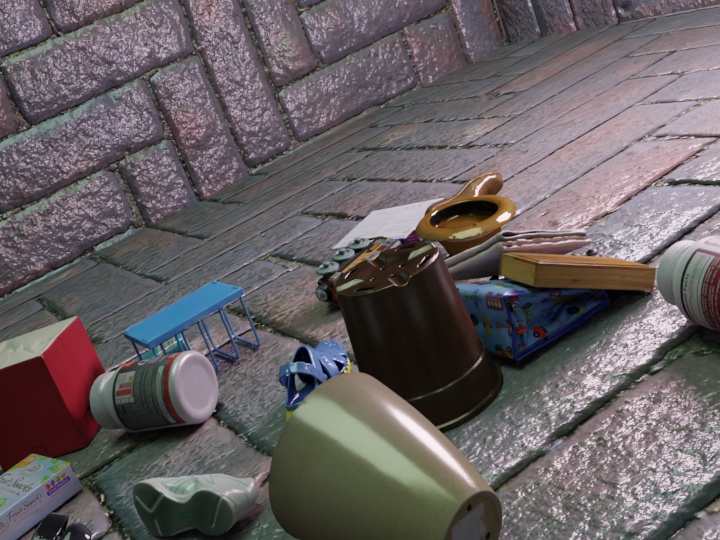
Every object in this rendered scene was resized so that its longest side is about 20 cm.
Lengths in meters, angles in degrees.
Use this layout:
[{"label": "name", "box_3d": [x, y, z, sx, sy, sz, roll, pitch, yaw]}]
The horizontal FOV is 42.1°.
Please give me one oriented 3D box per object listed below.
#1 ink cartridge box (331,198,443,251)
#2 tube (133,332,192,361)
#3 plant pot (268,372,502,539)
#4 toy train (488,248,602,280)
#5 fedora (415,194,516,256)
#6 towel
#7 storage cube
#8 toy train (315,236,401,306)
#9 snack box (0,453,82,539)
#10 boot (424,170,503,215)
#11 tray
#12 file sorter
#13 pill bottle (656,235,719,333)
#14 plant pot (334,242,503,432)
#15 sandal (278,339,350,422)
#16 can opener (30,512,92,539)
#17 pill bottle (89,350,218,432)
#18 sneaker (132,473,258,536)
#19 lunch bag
[{"label": "ink cartridge box", "box_3d": [0.064, -0.084, 2.003, 0.193, 0.044, 0.200, -8, 25, 36]}, {"label": "tube", "box_3d": [-0.418, 0.188, 1.791, 0.197, 0.051, 0.077, -28, 13, -2]}, {"label": "plant pot", "box_3d": [0.038, 0.226, 0.940, 0.186, 0.191, 0.198, -33, 34, -32]}, {"label": "toy train", "box_3d": [0.285, 0.011, 1.473, 0.196, 0.035, 0.046, -17, 28, 19]}, {"label": "fedora", "box_3d": [0.200, -0.070, 1.730, 0.196, 0.083, 0.201, -16, 22, 6]}, {"label": "towel", "box_3d": [0.226, -0.023, 1.446, 0.197, 0.033, 0.190, -4, -14, -35]}, {"label": "storage cube", "box_3d": [-0.566, 0.217, 1.656, 0.196, 0.183, 0.171, -17, 18, 13]}, {"label": "toy train", "box_3d": [0.000, 0.000, 1.778, 0.112, 0.087, 0.199, 5, 31, 37]}, {"label": "snack box", "box_3d": [-0.539, 0.361, 1.411, 0.141, 0.054, 0.199, -2, 26, 46]}, {"label": "boot", "box_3d": [0.231, -0.135, 1.935, 0.198, 0.075, 0.075, -33, 39, -18]}, {"label": "tray", "box_3d": [0.305, 0.001, 1.319, 0.196, 0.038, 0.098, 1, 8, -23]}, {"label": "file sorter", "box_3d": [-0.301, 0.125, 1.697, 0.198, 0.125, 0.138, -30, 19, -26]}, {"label": "pill bottle", "box_3d": [0.446, 0.021, 1.106, 0.111, 0.115, 0.200, -26, 18, -13]}, {"label": "plant pot", "box_3d": [0.067, 0.084, 1.242, 0.196, 0.202, 0.201, -19, 18, 6]}, {"label": "sandal", "box_3d": [-0.070, 0.149, 1.410, 0.078, 0.089, 0.200, -18, 16, 18]}, {"label": "can opener", "box_3d": [-0.382, 0.385, 1.151, 0.077, 0.065, 0.201, 6, 30, -1]}, {"label": "pill bottle", "box_3d": [-0.340, 0.202, 1.530, 0.197, 0.118, 0.116, -12, 20, 28]}, {"label": "sneaker", "box_3d": [-0.213, 0.297, 1.201, 0.197, 0.072, 0.080, -5, 8, 36]}, {"label": "lunch bag", "box_3d": [0.246, 0.046, 1.347, 0.197, 0.096, 0.150, -18, 12, -27]}]
